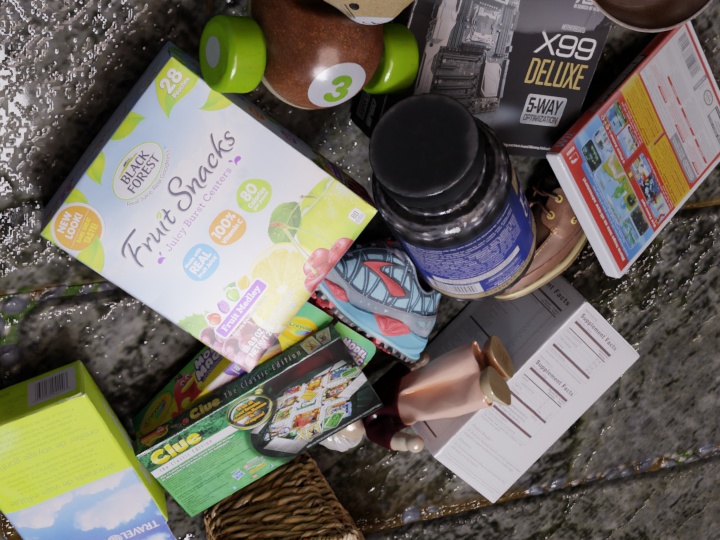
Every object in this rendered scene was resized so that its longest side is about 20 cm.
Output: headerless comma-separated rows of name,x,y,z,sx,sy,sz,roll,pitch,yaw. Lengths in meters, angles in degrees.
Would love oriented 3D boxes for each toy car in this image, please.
toy car,0.002,-0.196,0.938,0.163,0.199,0.159,-4,94,-33

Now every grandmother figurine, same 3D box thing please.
grandmother figurine,0.042,0.117,1.241,0.199,0.122,0.061,-22,114,26

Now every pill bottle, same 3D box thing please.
pill bottle,0.073,-0.057,1.084,0.112,0.112,0.200,-39,154,-1

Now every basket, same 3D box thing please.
basket,-0.052,0.296,1.294,0.142,0.149,0.201,-33,132,-6

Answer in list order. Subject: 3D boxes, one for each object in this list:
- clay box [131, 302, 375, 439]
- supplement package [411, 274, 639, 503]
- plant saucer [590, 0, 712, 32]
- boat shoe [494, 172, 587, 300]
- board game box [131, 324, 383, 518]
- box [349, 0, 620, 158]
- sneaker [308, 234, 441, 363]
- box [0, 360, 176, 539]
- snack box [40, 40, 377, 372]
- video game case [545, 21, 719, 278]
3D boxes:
clay box,-0.091,0.101,1.191,0.200,0.048,0.115,-44,132,13
supplement package,0.144,0.098,1.294,0.200,0.114,0.109,-45,130,5
plant saucer,0.233,-0.296,1.102,0.199,0.032,0.202,-7,104,-31
boat shoe,0.180,-0.059,1.243,0.200,0.072,0.068,-44,127,-5
board game box,-0.087,0.132,1.170,0.199,0.024,0.105,-30,136,0
box,0.105,-0.179,1.127,0.199,0.050,0.159,3,119,-31
sneaker,0.000,0.000,1.187,0.200,0.079,0.096,36,82,-45
box,-0.248,0.175,1.151,0.121,0.048,0.201,-20,130,2
snack box,-0.116,-0.046,1.042,0.199,0.068,0.169,35,101,-19
video game case,0.258,-0.112,1.220,0.200,0.017,0.143,-46,122,-22
